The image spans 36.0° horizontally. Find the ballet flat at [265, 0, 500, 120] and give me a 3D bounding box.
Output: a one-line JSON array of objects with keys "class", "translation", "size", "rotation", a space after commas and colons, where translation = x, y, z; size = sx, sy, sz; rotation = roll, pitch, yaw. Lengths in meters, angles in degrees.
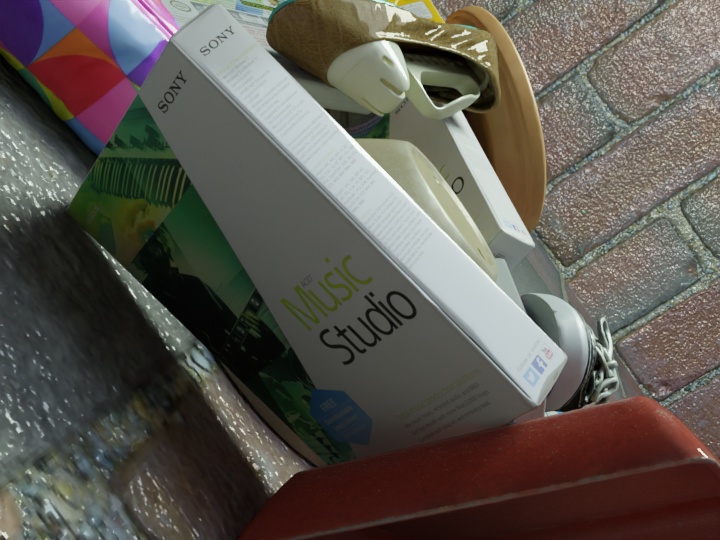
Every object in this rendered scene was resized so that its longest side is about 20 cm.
[{"class": "ballet flat", "translation": [0.028, -0.137, 0.752], "size": [0.199, 0.068, 0.073], "rotation": [1, 60, -45]}]

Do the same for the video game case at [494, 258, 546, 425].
[{"class": "video game case", "translation": [0.085, 0.112, 0.677], "size": [0.143, 0.017, 0.201], "rotation": [-96, -173, -65]}]

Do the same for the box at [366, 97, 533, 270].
[{"class": "box", "translation": [0.037, -0.035, 0.816], "size": [0.036, 0.144, 0.200], "rotation": [25, 28, -32]}]

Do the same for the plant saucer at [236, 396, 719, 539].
[{"class": "plant saucer", "translation": [0.075, 0.108, 0.499], "size": [0.200, 0.199, 0.037], "rotation": [37, 42, -55]}]

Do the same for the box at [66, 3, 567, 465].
[{"class": "box", "translation": [-0.028, 0.003, 0.480], "size": [0.200, 0.144, 0.036], "rotation": [46, 51, -3]}]

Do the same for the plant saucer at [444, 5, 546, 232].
[{"class": "plant saucer", "translation": [0.099, -0.123, 0.948], "size": [0.200, 0.037, 0.201], "rotation": [165, -90, -78]}]

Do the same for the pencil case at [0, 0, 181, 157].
[{"class": "pencil case", "translation": [-0.143, -0.126, 0.565], "size": [0.200, 0.088, 0.089], "rotation": [49, 14, -29]}]

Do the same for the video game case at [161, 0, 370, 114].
[{"class": "video game case", "translation": [-0.103, -0.177, 0.756], "size": [0.200, 0.022, 0.182], "rotation": [-2, 44, -49]}]

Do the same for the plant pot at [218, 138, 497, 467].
[{"class": "plant pot", "translation": [0.000, 0.000, 0.651], "size": [0.200, 0.134, 0.200], "rotation": [50, 13, -17]}]

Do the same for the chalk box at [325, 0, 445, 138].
[{"class": "chalk box", "translation": [0.007, -0.135, 0.966], "size": [0.200, 0.124, 0.124], "rotation": [91, -21, -51]}]

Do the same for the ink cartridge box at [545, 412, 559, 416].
[{"class": "ink cartridge box", "translation": [0.108, 0.106, 0.928], "size": [0.116, 0.067, 0.200], "rotation": [57, 13, 7]}]

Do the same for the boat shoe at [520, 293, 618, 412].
[{"class": "boat shoe", "translation": [0.127, 0.061, 0.699], "size": [0.199, 0.068, 0.074], "rotation": [99, -10, -72]}]
